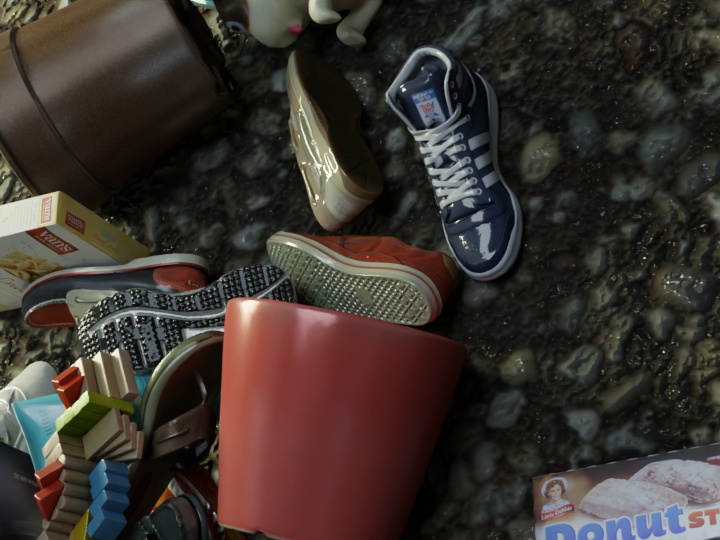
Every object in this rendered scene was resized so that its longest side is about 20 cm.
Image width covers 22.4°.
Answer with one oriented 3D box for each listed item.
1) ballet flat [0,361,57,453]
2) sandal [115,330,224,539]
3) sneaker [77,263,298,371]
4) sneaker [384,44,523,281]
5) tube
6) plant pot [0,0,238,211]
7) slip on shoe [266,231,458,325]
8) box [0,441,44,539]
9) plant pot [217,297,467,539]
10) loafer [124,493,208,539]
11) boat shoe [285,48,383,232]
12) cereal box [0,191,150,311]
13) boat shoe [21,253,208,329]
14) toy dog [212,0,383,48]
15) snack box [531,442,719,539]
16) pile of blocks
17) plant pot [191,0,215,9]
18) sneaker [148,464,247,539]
[{"bbox_3d":[-0.340,0.171,1.674,0.069,0.069,0.200,16,77,35],"label":"ballet flat"},{"bbox_3d":[-0.150,0.142,1.492,0.057,0.080,0.201,30,98,33],"label":"sandal"},{"bbox_3d":[-0.146,0.049,1.580,0.199,0.080,0.074,-11,77,7],"label":"sneaker"},{"bbox_3d":[0.076,-0.094,1.513,0.070,0.108,0.201,-20,60,23],"label":"sneaker"},{"bbox_3d":[-0.189,0.118,1.550,0.199,0.050,0.078,-15,48,-16],"label":"tube"},{"bbox_3d":[-0.234,-0.175,1.697,0.198,0.200,0.201,-30,56,8],"label":"plant pot"},{"bbox_3d":[0.000,0.000,1.553,0.200,0.074,0.061,11,40,40],"label":"slip on shoe"},{"bbox_3d":[-0.315,0.261,1.534,0.123,0.200,0.199,-7,66,29],"label":"box"},{"bbox_3d":[-0.027,0.127,1.436,0.200,0.200,0.178,7,81,33],"label":"plant pot"},{"bbox_3d":[-0.182,0.260,1.480,0.072,0.063,0.200,57,136,33],"label":"loafer"},{"bbox_3d":[-0.036,-0.119,1.619,0.065,0.072,0.200,-49,42,29],"label":"boat shoe"},{"bbox_3d":[-0.316,-0.013,1.695,0.199,0.144,0.040,-11,63,28],"label":"cereal box"},{"bbox_3d":[-0.228,0.033,1.669,0.199,0.071,0.063,-10,66,23],"label":"boat shoe"},{"bbox_3d":[-0.051,-0.290,1.647,0.200,0.139,0.194,-42,77,15],"label":"toy dog"},{"bbox_3d":[0.225,0.174,1.353,0.199,0.024,0.072,-14,63,25],"label":"snack box"},{"bbox_3d":[-0.223,0.156,1.453,0.082,0.062,0.201,-18,63,43],"label":"pile of blocks"},{"bbox_3d":[-0.157,-0.384,1.735,0.200,0.196,0.201,-12,63,25],"label":"plant pot"},{"bbox_3d":[-0.133,0.244,1.522,0.077,0.073,0.200,-50,44,19],"label":"sneaker"}]
